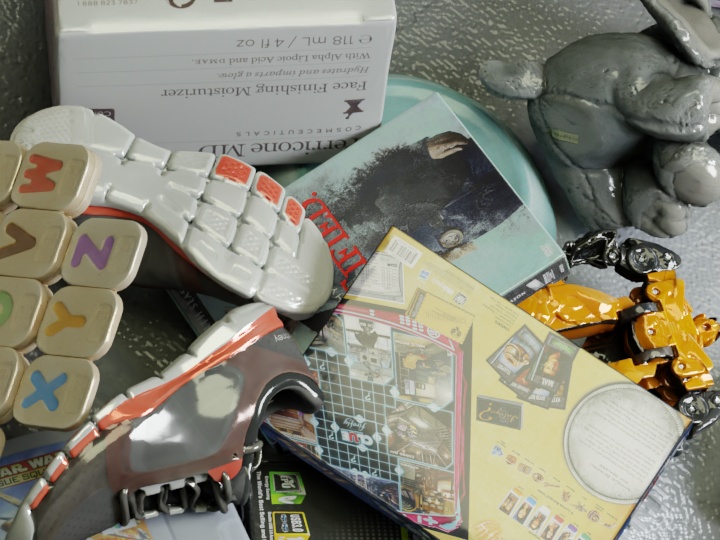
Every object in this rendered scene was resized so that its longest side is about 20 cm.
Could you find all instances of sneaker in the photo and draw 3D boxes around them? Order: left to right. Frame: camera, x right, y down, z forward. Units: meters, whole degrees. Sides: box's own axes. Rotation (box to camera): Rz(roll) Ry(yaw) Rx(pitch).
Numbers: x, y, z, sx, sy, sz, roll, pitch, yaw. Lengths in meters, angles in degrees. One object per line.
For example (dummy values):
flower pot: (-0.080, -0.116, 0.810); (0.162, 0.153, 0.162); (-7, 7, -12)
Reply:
sneaker: (-0.109, -0.023, 1.663); (0.199, 0.082, 0.077); (29, 53, 5)
sneaker: (-0.098, 0.100, 1.538); (0.200, 0.077, 0.082); (-40, 82, -21)

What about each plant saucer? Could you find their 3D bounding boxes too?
plant saucer: (0.029, -0.048, 1.770); (0.199, 0.036, 0.201); (8, 55, -12)

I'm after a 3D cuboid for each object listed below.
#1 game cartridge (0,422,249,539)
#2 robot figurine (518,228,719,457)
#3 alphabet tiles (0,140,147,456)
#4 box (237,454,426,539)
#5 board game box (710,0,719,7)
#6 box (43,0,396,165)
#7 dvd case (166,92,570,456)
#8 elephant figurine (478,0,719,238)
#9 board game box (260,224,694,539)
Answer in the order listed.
game cartridge: (-0.164, 0.147, 1.560); (0.199, 0.042, 0.133); (-15, 56, -17)
robot figurine: (0.118, 0.053, 1.709); (0.199, 0.058, 0.146); (-8, 69, -21)
alphabet tiles: (-0.208, 0.022, 1.572); (0.195, 0.015, 0.201); (5, 70, 37)
box: (0.034, 0.197, 1.599); (0.192, 0.048, 0.201); (2, 57, -11)
board game box: (0.175, -0.275, 1.963); (0.199, 0.041, 0.201); (8, 55, -11)
box: (-0.090, -0.176, 1.739); (0.198, 0.131, 0.201); (-3, 54, -7)
dvd case: (0.000, 0.000, 1.678); (0.200, 0.022, 0.146); (-32, 58, -5)
elephant figurine: (0.193, -0.118, 1.827); (0.141, 0.156, 0.200); (-5, 31, 32)
board game box: (0.063, 0.085, 1.603); (0.200, 0.035, 0.136); (34, 79, 10)
